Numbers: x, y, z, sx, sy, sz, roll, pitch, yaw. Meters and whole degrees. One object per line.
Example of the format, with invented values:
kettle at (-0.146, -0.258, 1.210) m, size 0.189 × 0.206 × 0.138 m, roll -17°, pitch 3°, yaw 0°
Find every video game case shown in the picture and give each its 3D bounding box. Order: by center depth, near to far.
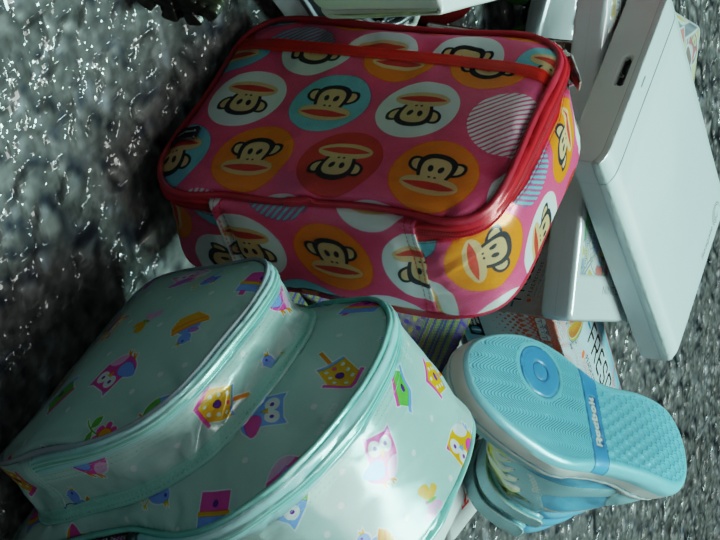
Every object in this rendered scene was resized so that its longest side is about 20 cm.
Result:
video game case at (0.165, -0.068, 0.993) m, size 0.182 × 0.023 × 0.201 m, roll 4°, pitch 92°, yaw -62°

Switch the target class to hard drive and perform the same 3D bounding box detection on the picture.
hard drive at (0.177, -0.054, 0.969) m, size 0.132 × 0.027 × 0.200 m, roll -66°, pitch 148°, yaw -27°

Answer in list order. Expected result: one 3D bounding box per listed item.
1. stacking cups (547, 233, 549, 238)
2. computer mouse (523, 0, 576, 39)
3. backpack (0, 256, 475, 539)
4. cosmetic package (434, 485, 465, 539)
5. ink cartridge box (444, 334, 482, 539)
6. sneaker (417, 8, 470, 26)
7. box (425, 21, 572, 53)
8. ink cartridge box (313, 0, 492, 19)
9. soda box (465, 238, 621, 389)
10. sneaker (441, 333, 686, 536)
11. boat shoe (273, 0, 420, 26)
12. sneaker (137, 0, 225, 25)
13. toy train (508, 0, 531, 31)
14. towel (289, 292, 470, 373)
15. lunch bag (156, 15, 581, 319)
stacking cups at (0.132, -0.016, 1.132) m, size 0.200 × 0.060 × 0.061 m, roll 118°, pitch -7°, yaw -70°
computer mouse at (0.155, -0.171, 1.153) m, size 0.044 × 0.109 × 0.201 m, roll -104°, pitch -159°, yaw -48°
backpack at (-0.055, 0.085, 0.755) m, size 0.176 × 0.199 × 0.154 m, roll -52°, pitch 126°, yaw -39°
cosmetic package at (-0.025, 0.181, 0.948) m, size 0.200 × 0.101 × 0.071 m, roll -60°, pitch 146°, yaw -35°
ink cartridge box at (0.049, 0.055, 1.068) m, size 0.145 × 0.084 × 0.201 m, roll -41°, pitch 133°, yaw -52°
sneaker at (0.037, -0.210, 0.959) m, size 0.200 × 0.085 × 0.077 m, roll 52°, pitch 54°, yaw -54°
box at (0.103, -0.115, 1.047) m, size 0.200 × 0.100 × 0.075 m, roll -14°, pitch 112°, yaw -78°
ink cartridge box at (0.062, -0.220, 0.853) m, size 0.200 × 0.083 × 0.146 m, roll -24°, pitch 112°, yaw -46°
soda box at (0.123, 0.065, 1.045) m, size 0.064 × 0.068 × 0.200 m, roll -64°, pitch 148°, yaw -34°
sneaker at (0.090, 0.108, 0.963) m, size 0.200 × 0.130 × 0.080 m, roll 27°, pitch 50°, yaw -37°
boat shoe at (0.005, -0.156, 0.925) m, size 0.200 × 0.067 × 0.072 m, roll 48°, pitch 44°, yaw -55°
sneaker at (-0.089, -0.220, 0.744) m, size 0.201 × 0.078 × 0.085 m, roll 85°, pitch 23°, yaw -43°
toy train at (0.134, -0.219, 1.174) m, size 0.042 × 0.056 × 0.201 m, roll -56°, pitch 144°, yaw -39°
towel at (0.000, 0.000, 0.925) m, size 0.201 × 0.143 × 0.023 m, roll -65°, pitch -172°, yaw -30°
lunch bag at (0.012, -0.067, 0.835) m, size 0.082 × 0.199 × 0.176 m, roll 74°, pitch 34°, yaw -42°
